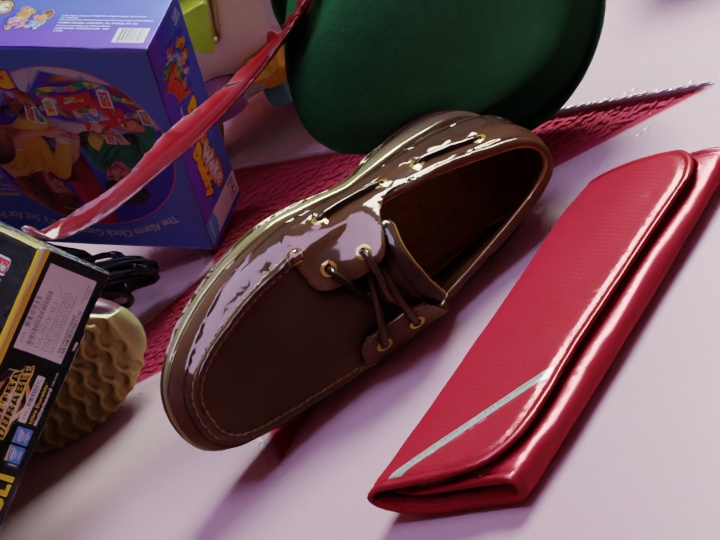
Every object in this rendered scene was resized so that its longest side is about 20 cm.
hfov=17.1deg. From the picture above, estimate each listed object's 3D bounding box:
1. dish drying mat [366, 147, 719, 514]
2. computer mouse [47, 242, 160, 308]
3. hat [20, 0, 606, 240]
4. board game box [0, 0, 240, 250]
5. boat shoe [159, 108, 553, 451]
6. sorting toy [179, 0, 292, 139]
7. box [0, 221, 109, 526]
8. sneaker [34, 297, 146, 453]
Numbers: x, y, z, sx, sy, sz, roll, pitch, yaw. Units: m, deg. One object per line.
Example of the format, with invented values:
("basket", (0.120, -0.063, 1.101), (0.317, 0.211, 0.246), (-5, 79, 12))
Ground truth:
("dish drying mat", (0.075, 0.019, 0.921), (0.077, 0.018, 0.200), (-15, 29, 44))
("computer mouse", (-0.195, 0.012, 1.252), (0.138, 0.053, 0.200), (-1, 4, -21))
("hat", (-0.006, -0.079, 1.042), (0.176, 0.165, 0.200), (-53, -3, -48))
("board game box", (-0.175, -0.077, 1.234), (0.199, 0.135, 0.045), (3, 45, 20))
("boat shoe", (0.001, 0.000, 0.998), (0.200, 0.072, 0.067), (-41, 20, -21))
("sorting toy", (-0.048, -0.145, 1.286), (0.179, 0.107, 0.200), (-20, -16, 21))
("box", (-0.220, 0.040, 1.097), (0.200, 0.049, 0.160), (23, 91, 42))
("sneaker", (-0.188, 0.053, 1.165), (0.199, 0.075, 0.090), (-26, 28, 19))
